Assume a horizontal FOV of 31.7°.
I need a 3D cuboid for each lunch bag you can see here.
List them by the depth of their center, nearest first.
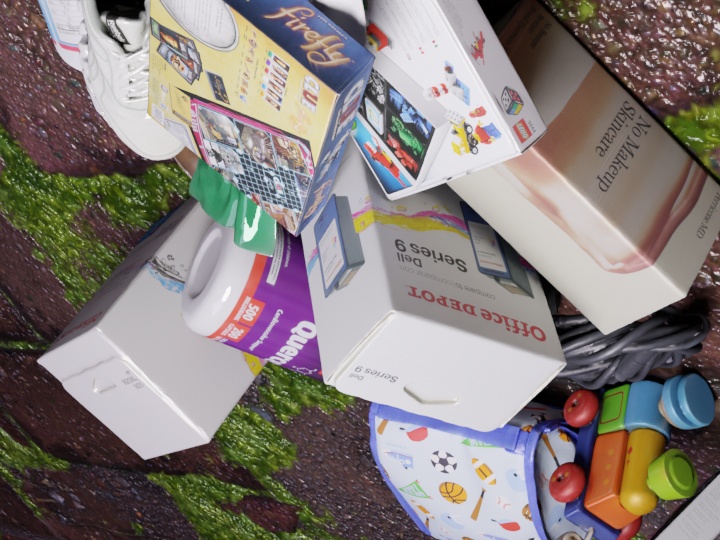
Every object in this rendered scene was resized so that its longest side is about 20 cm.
[{"bbox_3d":[0.115,0.174,1.136,0.169,0.125,0.200,9,152,33],"label":"lunch bag"}]

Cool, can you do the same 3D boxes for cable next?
[{"bbox_3d":[0.173,0.063,0.959,0.199,0.051,0.163,-10,159,35],"label":"cable"}]

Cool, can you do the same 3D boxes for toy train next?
[{"bbox_3d":[0.213,0.175,0.989,0.084,0.201,0.115,34,142,-22],"label":"toy train"}]

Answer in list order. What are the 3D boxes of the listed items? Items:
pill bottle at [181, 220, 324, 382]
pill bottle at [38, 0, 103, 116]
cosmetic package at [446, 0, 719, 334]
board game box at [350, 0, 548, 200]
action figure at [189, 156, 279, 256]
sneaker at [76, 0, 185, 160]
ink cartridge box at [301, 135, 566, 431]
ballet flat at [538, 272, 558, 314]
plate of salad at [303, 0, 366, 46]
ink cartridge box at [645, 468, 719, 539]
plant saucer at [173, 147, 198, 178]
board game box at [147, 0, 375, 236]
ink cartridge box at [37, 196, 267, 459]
[{"bbox_3d":[-0.045,0.031,1.089,0.199,0.113,0.112,23,152,-22],"label":"pill bottle"},{"bbox_3d":[-0.185,-0.217,0.929,0.108,0.109,0.201,14,134,30],"label":"pill bottle"},{"bbox_3d":[0.139,-0.068,0.844,0.200,0.104,0.087,42,146,-10],"label":"cosmetic package"},{"bbox_3d":[0.014,-0.146,0.761,0.126,0.035,0.201,-15,110,52],"label":"board game box"},{"bbox_3d":[-0.083,-0.125,0.911,0.118,0.054,0.201,32,130,39],"label":"action figure"},{"bbox_3d":[-0.158,-0.155,0.864,0.081,0.075,0.201,-116,12,-52],"label":"sneaker"},{"bbox_3d":[0.042,-0.004,0.873,0.144,0.201,0.088,18,133,-28],"label":"ink cartridge box"},{"bbox_3d":[0.125,0.007,1.009,0.066,0.057,0.201,-6,146,-8],"label":"ballet flat"},{"bbox_3d":[-0.069,-0.192,0.730,0.199,0.048,0.201,34,156,17],"label":"plate of salad"},{"bbox_3d":[0.259,0.197,0.984,0.037,0.199,0.095,48,150,17],"label":"ink cartridge box"},{"bbox_3d":[-0.087,-0.112,1.058,0.199,0.032,0.201,24,144,18],"label":"plant saucer"},{"bbox_3d":[-0.068,-0.110,0.769,0.135,0.035,0.200,40,158,6],"label":"board game box"},{"bbox_3d":[-0.165,0.048,1.170,0.145,0.200,0.147,46,146,-14],"label":"ink cartridge box"}]
